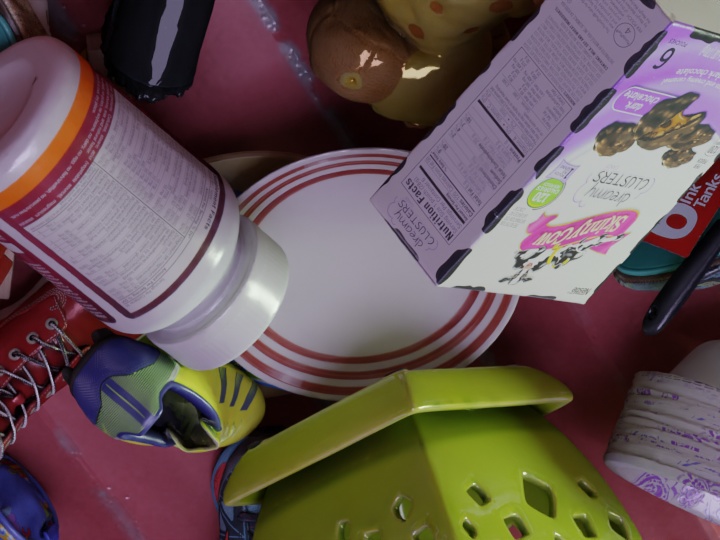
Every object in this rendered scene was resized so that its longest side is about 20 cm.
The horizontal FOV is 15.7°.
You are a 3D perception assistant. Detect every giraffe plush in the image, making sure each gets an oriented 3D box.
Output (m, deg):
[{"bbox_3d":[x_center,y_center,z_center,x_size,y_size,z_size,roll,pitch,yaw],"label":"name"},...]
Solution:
[{"bbox_3d":[0.034,-0.156,1.492,0.199,0.173,0.163,23,129,-3],"label":"giraffe plush"}]

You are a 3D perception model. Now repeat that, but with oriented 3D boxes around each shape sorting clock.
[{"bbox_3d":[-0.068,0.004,1.636,0.199,0.039,0.201,-1,129,-2],"label":"shape sorting clock"}]

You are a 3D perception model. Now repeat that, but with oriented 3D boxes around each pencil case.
[{"bbox_3d":[-0.279,0.210,1.706,0.087,0.078,0.200,44,108,-4],"label":"pencil case"}]

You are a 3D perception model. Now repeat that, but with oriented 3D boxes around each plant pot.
[{"bbox_3d":[0.042,0.168,1.631,0.199,0.182,0.200,-29,163,36],"label":"plant pot"}]

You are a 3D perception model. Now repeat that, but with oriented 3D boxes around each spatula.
[{"bbox_3d":[0.230,-0.045,1.612,0.020,0.057,0.201,28,94,-27],"label":"spatula"}]

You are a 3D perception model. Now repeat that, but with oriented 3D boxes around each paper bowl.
[{"bbox_3d":[0.265,0.115,1.680,0.200,0.200,0.105,26,81,-23],"label":"paper bowl"}]

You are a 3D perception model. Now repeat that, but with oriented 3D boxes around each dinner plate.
[{"bbox_3d":[0.000,0.000,1.596,0.199,0.024,0.201,-2,131,-2],"label":"dinner plate"}]

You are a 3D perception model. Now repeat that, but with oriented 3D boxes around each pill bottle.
[{"bbox_3d":[-0.138,-0.033,1.477,0.109,0.110,0.200,-39,125,15],"label":"pill bottle"}]

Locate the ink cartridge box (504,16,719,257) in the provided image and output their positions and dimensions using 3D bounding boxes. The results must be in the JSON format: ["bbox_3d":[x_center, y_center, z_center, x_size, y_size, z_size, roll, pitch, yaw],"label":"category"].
[{"bbox_3d":[0.164,-0.133,1.565,0.175,0.084,0.201,19,117,-20],"label":"ink cartridge box"}]

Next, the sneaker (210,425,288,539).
[{"bbox_3d":[-0.059,0.197,1.725,0.079,0.096,0.201,0,122,-10],"label":"sneaker"}]

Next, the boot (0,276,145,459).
[{"bbox_3d":[-0.190,0.060,1.569,0.200,0.144,0.072,-31,112,22],"label":"boot"}]

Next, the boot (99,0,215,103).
[{"bbox_3d":[-0.097,-0.170,1.437,0.073,0.198,0.163,14,112,-14],"label":"boot"}]

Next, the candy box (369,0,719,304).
[{"bbox_3d":[0.128,-0.077,1.455,0.200,0.072,0.167,-49,152,22],"label":"candy box"}]

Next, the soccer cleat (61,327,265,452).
[{"bbox_3d":[-0.106,0.089,1.581,0.065,0.084,0.200,-52,154,7],"label":"soccer cleat"}]

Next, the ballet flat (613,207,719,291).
[{"bbox_3d":[0.257,-0.030,1.657,0.199,0.074,0.074,-29,122,11],"label":"ballet flat"}]

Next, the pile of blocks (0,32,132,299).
[{"bbox_3d":[-0.204,-0.059,1.562,0.082,0.062,0.200,27,113,-24],"label":"pile of blocks"}]

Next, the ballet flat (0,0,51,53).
[{"bbox_3d":[-0.212,-0.165,1.491,0.070,0.065,0.201,7,131,39],"label":"ballet flat"}]
